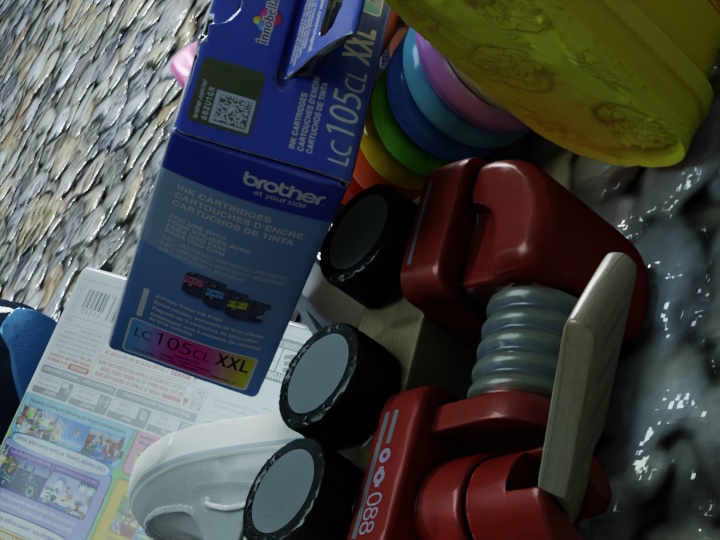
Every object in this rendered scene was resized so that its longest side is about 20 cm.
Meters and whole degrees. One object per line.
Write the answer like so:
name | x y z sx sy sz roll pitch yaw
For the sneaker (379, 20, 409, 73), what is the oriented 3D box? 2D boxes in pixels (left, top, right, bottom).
sneaker | 0.069 -0.151 0.954 0.200 0.075 0.078 -30 59 56

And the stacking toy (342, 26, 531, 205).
stacking toy | 0.031 -0.076 0.924 0.200 0.085 0.086 -38 31 55

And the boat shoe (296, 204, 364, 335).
boat shoe | 0.000 0.000 0.907 0.066 0.070 0.200 -31 25 -7

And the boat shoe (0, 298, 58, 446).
boat shoe | -0.212 0.084 1.191 0.084 0.068 0.201 -51 -26 -43

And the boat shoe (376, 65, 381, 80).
boat shoe | 0.009 -0.162 1.100 0.074 0.060 0.202 -7 58 64

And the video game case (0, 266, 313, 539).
video game case | -0.114 0.100 1.001 0.199 0.022 0.184 13 74 40

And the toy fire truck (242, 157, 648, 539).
toy fire truck | 0.056 0.032 0.692 0.199 0.128 0.177 -17 47 46

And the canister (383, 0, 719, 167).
canister | 0.106 -0.165 0.755 0.086 0.148 0.202 7 68 50

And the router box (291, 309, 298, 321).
router box | -0.123 0.095 1.109 0.179 0.049 0.202 -3 61 66

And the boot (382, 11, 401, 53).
boot | -0.021 -0.117 0.965 0.108 0.075 0.200 -54 11 -21

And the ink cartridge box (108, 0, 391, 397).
ink cartridge box | -0.042 -0.059 0.792 0.201 0.076 0.137 113 171 -55

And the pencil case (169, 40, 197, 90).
pencil case | -0.050 -0.185 1.233 0.093 0.091 0.201 36 98 34

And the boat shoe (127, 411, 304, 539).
boat shoe | -0.040 0.111 0.863 0.199 0.072 0.069 -14 55 41
